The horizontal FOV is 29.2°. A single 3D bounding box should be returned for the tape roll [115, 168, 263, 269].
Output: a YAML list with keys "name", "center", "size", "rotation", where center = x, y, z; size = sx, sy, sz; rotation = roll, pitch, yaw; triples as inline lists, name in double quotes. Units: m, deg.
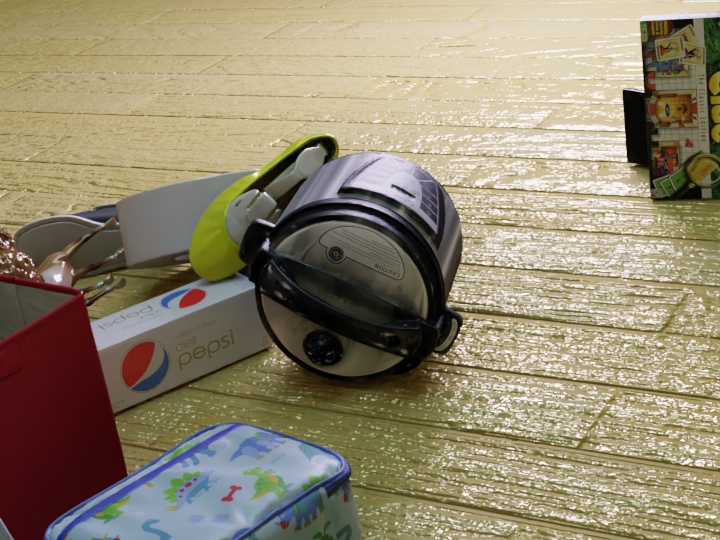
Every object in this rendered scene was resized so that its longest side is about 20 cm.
- name: "tape roll"
  center: [-0.152, -0.053, 1.453]
  size: [0.202, 0.071, 0.202]
  rotation: [-11, -3, -1]

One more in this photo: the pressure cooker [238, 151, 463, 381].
- name: "pressure cooker"
  center: [0.000, 0.003, 1.243]
  size: [0.175, 0.179, 0.200]
  rotation: [-15, 20, 20]

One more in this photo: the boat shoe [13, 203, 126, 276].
- name: "boat shoe"
  center: [-0.290, -0.041, 1.567]
  size: [0.199, 0.074, 0.060]
  rotation: [-8, 24, -4]

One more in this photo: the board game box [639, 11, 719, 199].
- name: "board game box"
  center: [0.354, -0.172, 1.465]
  size: [0.104, 0.201, 0.023]
  rotation: [-1, 24, 19]

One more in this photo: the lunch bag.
- name: "lunch bag"
  center: [-0.114, 0.187, 0.985]
  size: [0.200, 0.083, 0.160]
  rotation: [-28, 27, -38]

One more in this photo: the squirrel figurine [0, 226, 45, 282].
- name: "squirrel figurine"
  center: [-0.418, 0.038, 1.379]
  size: [0.200, 0.142, 0.186]
  rotation: [-37, 21, -33]

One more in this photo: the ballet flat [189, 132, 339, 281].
- name: "ballet flat"
  center: [-0.088, -0.069, 1.336]
  size: [0.200, 0.067, 0.067]
  rotation: [-46, 12, -31]

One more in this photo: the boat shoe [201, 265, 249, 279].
- name: "boat shoe"
  center: [-0.121, 0.007, 1.401]
  size: [0.199, 0.069, 0.084]
  rotation: [-20, 26, -22]

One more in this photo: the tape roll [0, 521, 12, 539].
- name: "tape roll"
  center: [-0.244, 0.209, 0.813]
  size: [0.066, 0.201, 0.200]
  rotation: [-26, 29, -32]

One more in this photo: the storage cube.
- name: "storage cube"
  center: [-0.311, 0.120, 1.083]
  size: [0.170, 0.181, 0.200]
  rotation: [9, 29, 36]

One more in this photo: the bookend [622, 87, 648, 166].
- name: "bookend"
  center: [0.442, -0.180, 1.584]
  size: [0.200, 0.092, 0.198]
  rotation: [-25, 28, -33]

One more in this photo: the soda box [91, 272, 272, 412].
- name: "soda box"
  center: [-0.184, 0.068, 1.289]
  size: [0.199, 0.068, 0.064]
  rotation: [-22, 27, -28]

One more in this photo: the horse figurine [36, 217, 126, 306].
- name: "horse figurine"
  center: [-0.307, 0.020, 1.446]
  size: [0.132, 0.050, 0.200]
  rotation: [-28, 31, 7]
